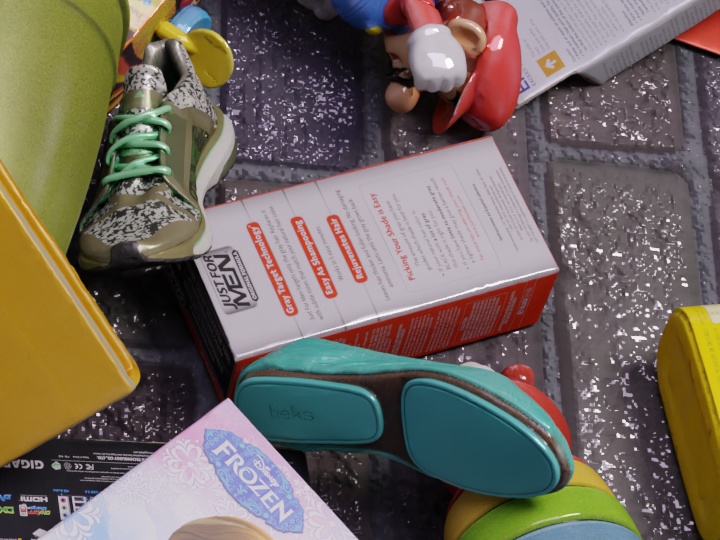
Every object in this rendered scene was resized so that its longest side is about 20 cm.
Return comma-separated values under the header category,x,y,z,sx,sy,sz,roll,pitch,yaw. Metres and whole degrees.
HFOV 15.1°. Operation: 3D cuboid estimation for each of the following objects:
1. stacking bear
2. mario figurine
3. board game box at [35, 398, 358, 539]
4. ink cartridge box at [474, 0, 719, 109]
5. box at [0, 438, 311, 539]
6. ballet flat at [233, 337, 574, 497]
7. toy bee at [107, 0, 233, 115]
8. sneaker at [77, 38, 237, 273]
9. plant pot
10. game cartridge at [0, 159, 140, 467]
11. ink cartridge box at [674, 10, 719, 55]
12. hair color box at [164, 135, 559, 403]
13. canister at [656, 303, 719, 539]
category,x,y,z,sx,sy,sz,roll,pitch,yaw
stacking bear,0.095,0.143,1.447,0.114,0.121,0.200,21,35,-39
mario figurine,0.008,-0.147,1.611,0.200,0.106,0.123,41,36,-11
board game box,-0.070,0.190,1.349,0.200,0.041,0.200,47,49,8
ink cartridge box,0.136,-0.219,1.704,0.200,0.043,0.196,-32,66,2
box,-0.110,0.183,1.391,0.200,0.050,0.199,4,57,-25
ballet flat,0.030,0.069,1.430,0.200,0.067,0.070,9,30,28
toy bee,-0.125,-0.172,1.600,0.131,0.109,0.200,16,57,1
sneaker,-0.120,-0.065,1.485,0.077,0.089,0.200,-9,27,9
plant pot,-0.225,-0.061,1.440,0.200,0.200,0.193,5,58,-8
game cartridge,-0.238,0.031,1.338,0.200,0.032,0.176,-29,104,14
ink cartridge box,0.276,-0.218,1.740,0.109,0.050,0.200,19,56,1
hair color box,0.000,0.000,1.544,0.200,0.061,0.102,-14,61,-20
canister,0.281,0.080,1.536,0.200,0.087,0.149,-4,59,-12
